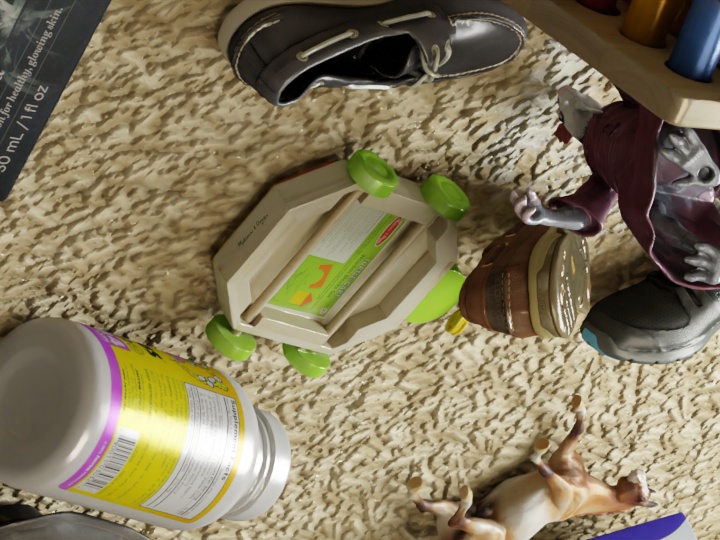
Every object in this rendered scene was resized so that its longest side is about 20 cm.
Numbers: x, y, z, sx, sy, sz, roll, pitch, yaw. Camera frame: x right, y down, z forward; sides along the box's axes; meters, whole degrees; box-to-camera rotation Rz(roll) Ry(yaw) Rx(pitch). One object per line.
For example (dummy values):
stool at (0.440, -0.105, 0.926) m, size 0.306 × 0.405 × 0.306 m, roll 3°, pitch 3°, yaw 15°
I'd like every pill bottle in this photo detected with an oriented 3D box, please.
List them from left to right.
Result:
pill bottle at (-0.133, 0.099, 1.742) m, size 0.104 × 0.104 × 0.200 m, roll -45°, pitch 143°, yaw 18°

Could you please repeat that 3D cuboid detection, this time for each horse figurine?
horse figurine at (0.107, 0.165, 2.044) m, size 0.200 × 0.050 × 0.133 m, roll -29°, pitch 145°, yaw -4°

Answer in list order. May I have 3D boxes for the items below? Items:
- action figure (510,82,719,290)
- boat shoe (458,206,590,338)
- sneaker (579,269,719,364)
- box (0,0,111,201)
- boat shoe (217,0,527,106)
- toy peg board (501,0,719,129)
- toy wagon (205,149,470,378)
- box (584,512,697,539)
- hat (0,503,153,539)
action figure at (0.174, -0.073, 1.699) m, size 0.149 × 0.200 × 0.134 m, roll 16°, pitch 101°, yaw -20°
boat shoe at (0.104, -0.001, 1.780) m, size 0.067 × 0.072 × 0.200 m, roll -4°, pitch -171°, yaw 12°
sneaker at (0.233, 0.001, 1.938) m, size 0.200 × 0.073 × 0.082 m, roll -20°, pitch 127°, yaw -25°
box at (-0.224, -0.157, 1.327) m, size 0.196 × 0.124 × 0.200 m, roll 12°, pitch 127°, yaw -28°
boat shoe at (0.017, -0.119, 1.624) m, size 0.200 × 0.063 × 0.073 m, roll -4°, pitch 136°, yaw -33°
toy peg board at (0.202, -0.162, 1.612) m, size 0.200 × 0.199 × 0.098 m, roll 2°, pitch 118°, yaw -38°
toy wagon at (0.000, 0.000, 1.777) m, size 0.200 × 0.040 × 0.155 m, roll 16°, pitch 124°, yaw -47°
box at (0.154, 0.288, 2.150) m, size 0.184 × 0.105 × 0.200 m, roll -13°, pitch 153°, yaw -24°
hat at (-0.216, 0.203, 1.829) m, size 0.200 × 0.081 × 0.201 m, roll -16°, pitch 134°, yaw -17°
